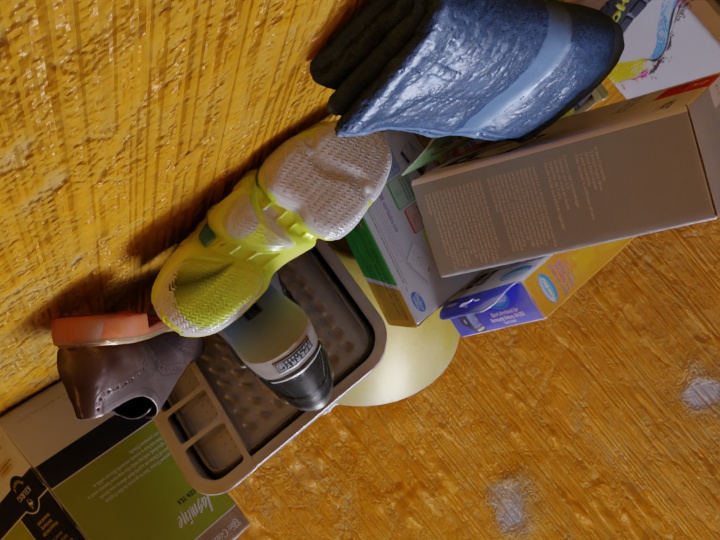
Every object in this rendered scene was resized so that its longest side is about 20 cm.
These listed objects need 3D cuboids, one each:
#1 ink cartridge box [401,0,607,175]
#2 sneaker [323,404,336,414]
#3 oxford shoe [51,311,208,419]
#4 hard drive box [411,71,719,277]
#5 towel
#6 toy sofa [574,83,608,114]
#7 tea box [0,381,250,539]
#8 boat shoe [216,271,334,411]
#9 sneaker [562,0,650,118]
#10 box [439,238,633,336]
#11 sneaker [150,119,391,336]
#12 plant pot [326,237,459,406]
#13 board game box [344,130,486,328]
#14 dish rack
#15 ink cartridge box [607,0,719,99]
[{"bbox_3d":[0.094,-0.160,0.728,0.104,0.059,0.200,-32,171,-41],"label":"ink cartridge box"},{"bbox_3d":[-0.025,0.100,1.034,0.091,0.078,0.200,-16,-171,-16],"label":"sneaker"},{"bbox_3d":[-0.161,0.068,0.718,0.071,0.073,0.200,-5,176,13],"label":"oxford shoe"},{"bbox_3d":[0.162,-0.069,0.727,0.199,0.077,0.156,-13,-169,30],"label":"hard drive box"},{"bbox_3d":[0.074,-0.121,0.602,0.199,0.049,0.112,-2,151,-45],"label":"towel"},{"bbox_3d":[0.127,-0.136,0.955,0.200,0.083,0.098,-39,-173,-2],"label":"toy sofa"},{"bbox_3d":[-0.239,0.217,0.876,0.133,0.197,0.200,-33,173,-48],"label":"tea box"},{"bbox_3d":[-0.075,0.040,0.745,0.070,0.064,0.200,-33,-149,-5],"label":"boat shoe"},{"bbox_3d":[0.176,-0.220,0.789,0.074,0.082,0.201,21,108,-48],"label":"sneaker"},{"bbox_3d":[0.156,-0.008,0.834,0.200,0.042,0.119,-39,-172,-28],"label":"box"},{"bbox_3d":[-0.071,-0.035,0.702,0.200,0.076,0.105,-39,-164,-19],"label":"sneaker"},{"bbox_3d":[0.000,0.000,0.916,0.200,0.200,0.142,-36,149,-29],"label":"plant pot"},{"bbox_3d":[0.072,-0.070,0.839,0.200,0.154,0.040,-36,-161,-29],"label":"board game box"},{"bbox_3d":[-0.082,0.066,0.814,0.200,0.172,0.044,-40,151,6],"label":"dish rack"},{"bbox_3d":[0.308,-0.226,0.894,0.146,0.200,0.146,-37,173,-18],"label":"ink cartridge box"}]
